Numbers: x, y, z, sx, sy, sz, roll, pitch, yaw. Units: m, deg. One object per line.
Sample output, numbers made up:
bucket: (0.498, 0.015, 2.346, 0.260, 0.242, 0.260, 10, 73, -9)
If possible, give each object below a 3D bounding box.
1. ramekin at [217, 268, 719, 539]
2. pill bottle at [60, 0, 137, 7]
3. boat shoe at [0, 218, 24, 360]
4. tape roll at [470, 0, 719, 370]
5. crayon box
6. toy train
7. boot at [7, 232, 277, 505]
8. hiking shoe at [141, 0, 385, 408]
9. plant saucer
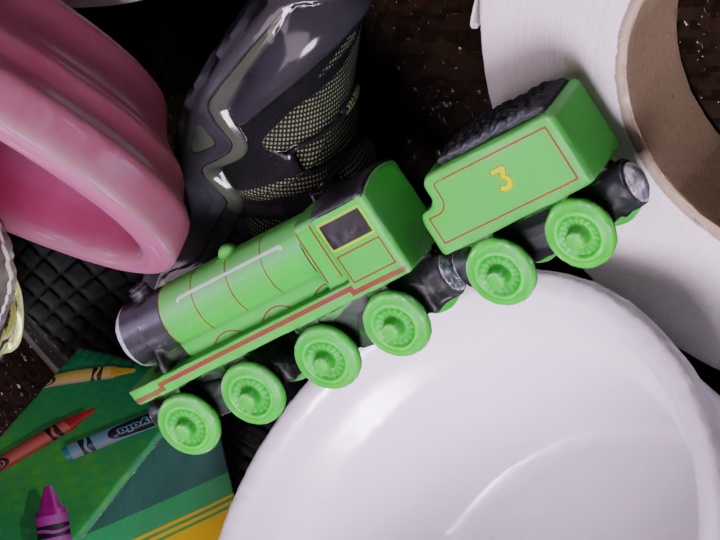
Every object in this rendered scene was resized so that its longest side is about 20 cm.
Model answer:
ramekin: (0.053, 0.110, 0.824, 0.200, 0.201, 0.098, -8, 151, 41)
pill bottle: (-0.085, -0.187, 0.778, 0.113, 0.113, 0.200, 22, 131, 24)
boat shoe: (-0.152, 0.010, 0.913, 0.202, 0.060, 0.072, 155, 110, -63)
tape roll: (0.128, -0.055, 0.762, 0.202, 0.037, 0.203, 21, 130, 26)
crayon box: (-0.090, 0.143, 0.929, 0.058, 0.119, 0.200, 13, 134, 26)
toy train: (0.000, 0.000, 0.817, 0.200, 0.042, 0.056, -26, 105, 32)
boot: (-0.099, 0.058, 0.998, 0.200, 0.068, 0.131, 49, 141, 0)
hiking shoe: (-0.009, -0.025, 0.875, 0.100, 0.076, 0.200, 25, 140, 6)
plant saucer: (-0.138, -0.065, 0.819, 0.200, 0.051, 0.201, 25, 170, 5)
